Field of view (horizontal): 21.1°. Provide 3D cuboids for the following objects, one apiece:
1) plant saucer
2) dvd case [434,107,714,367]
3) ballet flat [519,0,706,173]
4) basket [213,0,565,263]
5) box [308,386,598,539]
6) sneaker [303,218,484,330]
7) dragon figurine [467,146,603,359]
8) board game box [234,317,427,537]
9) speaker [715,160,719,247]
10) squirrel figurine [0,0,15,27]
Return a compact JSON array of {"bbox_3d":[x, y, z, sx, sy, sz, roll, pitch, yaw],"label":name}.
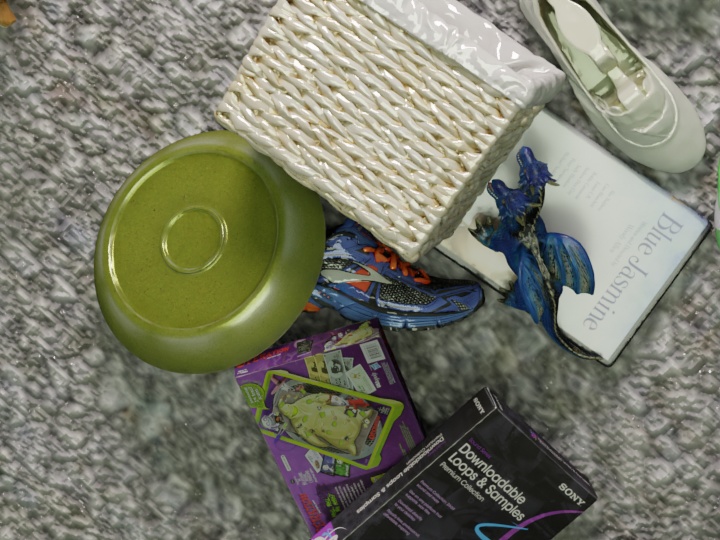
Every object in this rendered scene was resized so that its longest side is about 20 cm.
[{"bbox_3d":[-0.125,-0.020,1.502,0.199,0.031,0.201,-7,71,20],"label":"plant saucer"},{"bbox_3d":[0.157,-0.035,1.532,0.200,0.018,0.143,34,100,-2],"label":"dvd case"},{"bbox_3d":[0.192,-0.151,1.485,0.069,0.069,0.200,-39,95,10],"label":"ballet flat"},{"bbox_3d":[0.022,-0.132,1.428,0.200,0.198,0.161,36,103,5],"label":"basket"},{"bbox_3d":[0.073,0.201,1.543,0.200,0.036,0.143,-43,122,9],"label":"box"},{"bbox_3d":[0.000,0.000,1.518,0.199,0.075,0.079,10,98,1],"label":"sneaker"},{"bbox_3d":[0.139,0.000,1.471,0.059,0.099,0.200,-27,106,-11],"label":"dragon figurine"},{"bbox_3d":[-0.011,0.132,1.527,0.120,0.032,0.200,-18,126,5],"label":"board game box"},{"bbox_3d":[0.322,-0.111,1.464,0.088,0.088,0.201,7,101,3],"label":"speaker"},{"bbox_3d":[-0.327,-0.246,1.443,0.186,0.200,0.142,10,111,22],"label":"squirrel figurine"}]
